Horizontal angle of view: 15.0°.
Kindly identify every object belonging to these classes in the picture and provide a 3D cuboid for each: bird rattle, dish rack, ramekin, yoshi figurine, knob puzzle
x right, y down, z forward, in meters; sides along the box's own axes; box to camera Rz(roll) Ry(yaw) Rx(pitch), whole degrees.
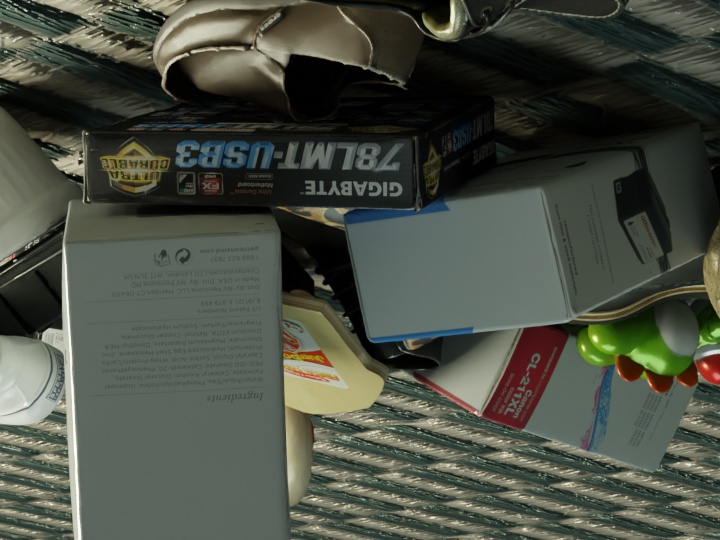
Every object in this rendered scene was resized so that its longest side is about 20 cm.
[{"bbox_3d":[-0.063,0.107,2.176,0.113,0.163,0.200,-8,180,-27],"label":"bird rattle"},{"bbox_3d":[-0.151,-0.027,1.762,0.153,0.055,0.200,-28,-172,36],"label":"dish rack"},{"bbox_3d":[-0.280,-0.027,1.732,0.202,0.094,0.202,-33,-176,2],"label":"ramekin"},{"bbox_3d":[0.238,0.021,1.942,0.200,0.112,0.112,-2,-151,-29],"label":"yoshi figurine"},{"bbox_3d":[-0.066,0.046,1.920,0.220,0.030,0.220,19,159,8],"label":"knob puzzle"}]

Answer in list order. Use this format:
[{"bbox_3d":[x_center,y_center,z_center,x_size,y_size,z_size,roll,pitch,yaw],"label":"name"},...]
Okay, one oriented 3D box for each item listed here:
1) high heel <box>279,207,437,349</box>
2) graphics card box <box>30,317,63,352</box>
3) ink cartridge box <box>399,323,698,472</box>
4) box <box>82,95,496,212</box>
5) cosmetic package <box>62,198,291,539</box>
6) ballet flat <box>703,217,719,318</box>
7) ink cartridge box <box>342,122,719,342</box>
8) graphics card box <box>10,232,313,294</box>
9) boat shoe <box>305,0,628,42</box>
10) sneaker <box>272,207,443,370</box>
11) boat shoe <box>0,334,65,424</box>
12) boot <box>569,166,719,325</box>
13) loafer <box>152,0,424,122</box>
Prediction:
[{"bbox_3d":[-0.011,-0.010,1.785,0.200,0.071,0.143,7,123,-24],"label":"high heel"},{"bbox_3d":[-0.180,0.054,1.873,0.125,0.051,0.200,10,176,-38],"label":"graphics card box"},{"bbox_3d":[0.126,0.068,2.003,0.200,0.083,0.146,20,-174,-42],"label":"ink cartridge box"},{"bbox_3d":[-0.037,-0.071,1.601,0.200,0.050,0.199,0,-169,14],"label":"box"},{"bbox_3d":[-0.106,0.064,1.560,0.123,0.200,0.199,-4,-172,-4],"label":"cosmetic package"},{"bbox_3d":[0.238,-0.004,1.628,0.070,0.065,0.200,3,141,10],"label":"ballet flat"},{"bbox_3d":[0.108,-0.024,1.650,0.145,0.084,0.200,-8,-172,36],"label":"ink cartridge box"},{"bbox_3d":[-0.145,0.012,2.016,0.200,0.051,0.125,0,162,13],"label":"graphics card box"},{"bbox_3d":[0.048,-0.149,1.417,0.200,0.065,0.073,9,162,-17],"label":"boat shoe"},{"bbox_3d":[0.000,0.000,1.862,0.075,0.106,0.200,-11,158,42],"label":"sneaker"},{"bbox_3d":[-0.275,0.064,1.716,0.200,0.074,0.065,-12,153,35],"label":"boat shoe"},{"bbox_3d":[0.191,-0.028,1.799,0.200,0.078,0.138,-10,158,3],"label":"boot"},{"bbox_3d":[-0.045,-0.119,1.535,0.073,0.071,0.200,20,158,-40],"label":"loafer"}]
